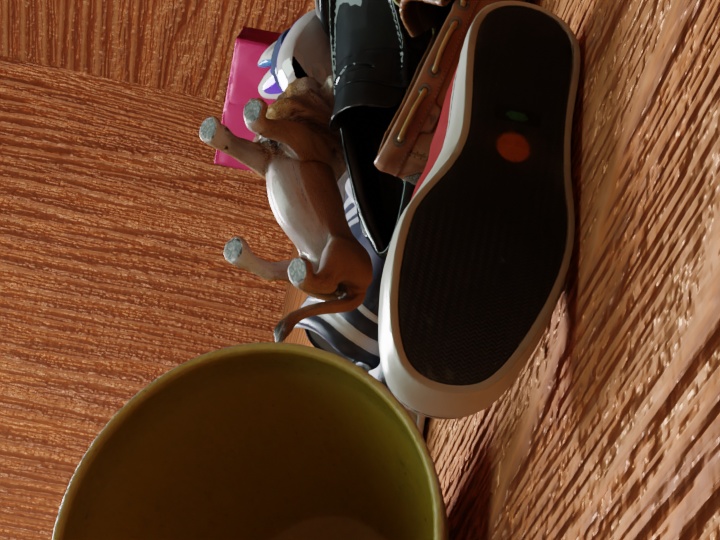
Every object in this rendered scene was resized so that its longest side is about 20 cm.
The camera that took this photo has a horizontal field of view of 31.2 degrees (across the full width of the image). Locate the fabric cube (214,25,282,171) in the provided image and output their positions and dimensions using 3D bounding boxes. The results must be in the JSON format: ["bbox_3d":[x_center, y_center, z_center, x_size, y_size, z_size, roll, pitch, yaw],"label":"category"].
[{"bbox_3d":[-0.108,-0.257,1.999,0.196,0.197,0.202,-94,16,-74],"label":"fabric cube"}]

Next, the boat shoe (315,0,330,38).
[{"bbox_3d":[0.014,-0.220,0.816,0.201,0.075,0.061,103,-177,-59],"label":"boat shoe"}]

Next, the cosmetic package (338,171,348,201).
[{"bbox_3d":[0.006,-0.075,1.052,0.051,0.082,0.202,89,-172,-61],"label":"cosmetic package"}]

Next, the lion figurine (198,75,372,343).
[{"bbox_3d":[-0.030,-0.038,0.797,0.072,0.122,0.202,-23,64,31],"label":"lion figurine"}]

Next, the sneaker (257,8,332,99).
[{"bbox_3d":[-0.036,-0.148,0.980,0.146,0.081,0.200,-27,13,40],"label":"sneaker"}]

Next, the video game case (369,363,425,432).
[{"bbox_3d":[0.012,0.138,0.886,0.200,0.023,0.184,140,141,-82],"label":"video game case"}]

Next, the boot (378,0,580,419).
[{"bbox_3d":[0.046,-0.002,0.590,0.145,0.072,0.202,109,178,-57],"label":"boot"}]

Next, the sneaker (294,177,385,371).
[{"bbox_3d":[0.000,0.000,0.897,0.109,0.070,0.200,-57,12,9],"label":"sneaker"}]

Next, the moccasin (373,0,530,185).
[{"bbox_3d":[0.051,-0.145,0.724,0.074,0.077,0.204,143,142,-82],"label":"moccasin"}]

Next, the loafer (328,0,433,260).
[{"bbox_3d":[0.014,-0.101,0.767,0.068,0.070,0.203,-20,78,40],"label":"loafer"}]

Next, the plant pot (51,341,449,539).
[{"bbox_3d":[-0.038,0.158,0.663,0.142,0.198,0.202,57,-144,-58],"label":"plant pot"}]
